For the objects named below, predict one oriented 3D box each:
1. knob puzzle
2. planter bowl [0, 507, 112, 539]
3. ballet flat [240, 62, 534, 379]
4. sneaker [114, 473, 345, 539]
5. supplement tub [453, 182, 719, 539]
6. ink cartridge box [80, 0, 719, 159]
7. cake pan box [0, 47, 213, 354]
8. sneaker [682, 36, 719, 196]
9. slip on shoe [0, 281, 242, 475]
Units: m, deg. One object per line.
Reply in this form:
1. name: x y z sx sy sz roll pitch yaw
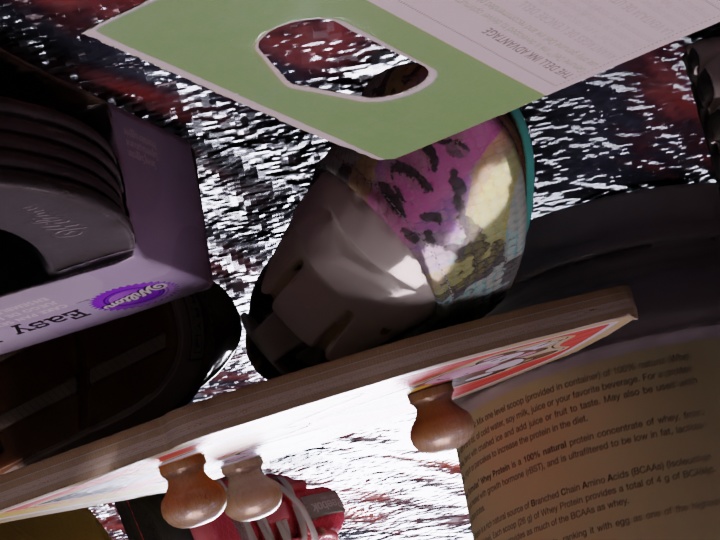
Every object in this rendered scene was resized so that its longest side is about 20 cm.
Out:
1. knob puzzle: -0.005 0.049 0.867 0.218 0.031 0.220 -17 173 -2
2. planter bowl: -0.147 0.127 1.083 0.200 0.201 0.084 -32 -167 50
3. ballet flat: 0.000 0.000 0.842 0.071 0.069 0.200 -37 174 -17
4. sneaker: -0.051 0.108 1.220 0.086 0.074 0.200 -25 167 -1
5. supplement tub: 0.110 0.085 0.975 0.144 0.201 0.145 -10 164 -3
6. ink cartridge box: 0.054 -0.089 0.630 0.199 0.048 0.145 -18 162 25
7. cake pan box: -0.159 -0.009 0.759 0.199 0.053 0.184 -17 165 19
8. sneaker: 0.161 -0.020 0.868 0.089 0.079 0.200 -16 158 12
9. slip on shoe: -0.130 0.042 0.924 0.199 0.076 0.061 -24 172 20
